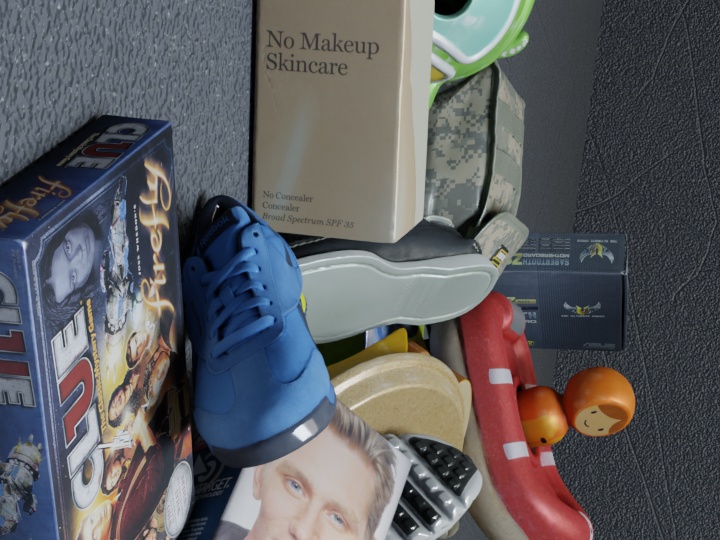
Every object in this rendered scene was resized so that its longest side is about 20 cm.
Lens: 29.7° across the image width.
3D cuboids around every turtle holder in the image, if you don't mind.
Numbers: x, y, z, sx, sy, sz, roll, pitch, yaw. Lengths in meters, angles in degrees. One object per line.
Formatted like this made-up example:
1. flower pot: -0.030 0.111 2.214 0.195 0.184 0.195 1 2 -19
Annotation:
1. turtle holder: 0.029 -0.184 0.897 0.186 0.141 0.132 -47 168 30

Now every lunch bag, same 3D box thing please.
1. lunch bag: 0.072 -0.058 1.095 0.164 0.117 0.200 21 73 -73

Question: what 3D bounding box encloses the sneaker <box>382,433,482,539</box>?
1. sneaker: -0.018 0.164 0.795 0.200 0.075 0.081 -27 147 -22

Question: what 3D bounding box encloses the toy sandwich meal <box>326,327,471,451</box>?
1. toy sandwich meal: -0.011 0.119 0.870 0.205 0.070 0.205 -25 134 -29

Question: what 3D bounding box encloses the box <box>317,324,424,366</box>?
1. box: 0.005 0.092 1.042 0.200 0.048 0.122 1 95 -75

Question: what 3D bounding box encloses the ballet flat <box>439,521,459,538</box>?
1. ballet flat: 0.037 0.202 1.049 0.200 0.070 0.067 -67 165 19

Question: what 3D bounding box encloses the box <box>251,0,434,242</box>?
1. box: -0.009 -0.124 0.800 0.078 0.095 0.200 -41 134 -70

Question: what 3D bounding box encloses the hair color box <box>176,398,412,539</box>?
1. hair color box: -0.053 0.155 0.682 0.100 0.060 0.200 42 48 -25

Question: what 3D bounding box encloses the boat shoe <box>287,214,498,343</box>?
1. boat shoe: 0.000 0.000 0.865 0.200 0.060 0.076 2 131 -46

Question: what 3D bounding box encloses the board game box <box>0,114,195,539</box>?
1. board game box: -0.113 0.052 0.567 0.136 0.035 0.200 -58 151 -61

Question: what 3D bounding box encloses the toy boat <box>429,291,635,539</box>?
1. toy boat: 0.135 0.107 0.983 0.131 0.131 0.200 28 48 -68

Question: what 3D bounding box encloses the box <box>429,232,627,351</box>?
1. box: 0.164 0.022 1.347 0.158 0.200 0.051 75 19 -57

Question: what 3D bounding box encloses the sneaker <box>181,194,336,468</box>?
1. sneaker: -0.059 0.021 0.646 0.200 0.066 0.079 -108 176 -66

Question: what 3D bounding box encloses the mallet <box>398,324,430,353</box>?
1. mallet: 0.040 0.039 1.011 0.200 0.041 0.066 70 26 -47
